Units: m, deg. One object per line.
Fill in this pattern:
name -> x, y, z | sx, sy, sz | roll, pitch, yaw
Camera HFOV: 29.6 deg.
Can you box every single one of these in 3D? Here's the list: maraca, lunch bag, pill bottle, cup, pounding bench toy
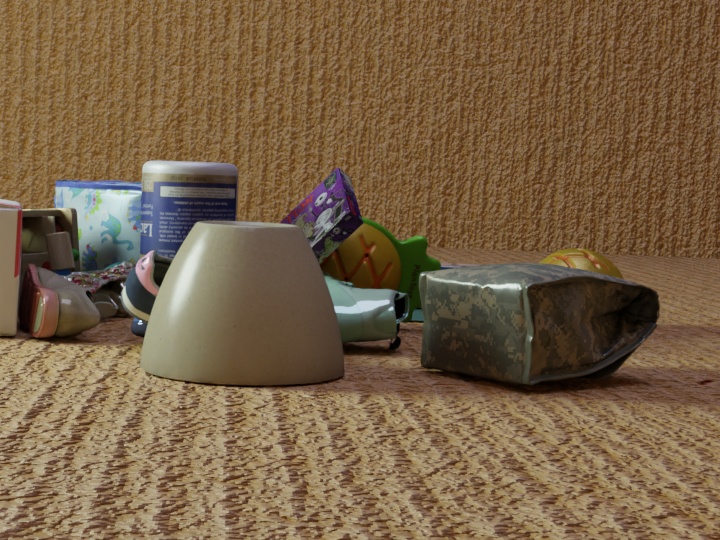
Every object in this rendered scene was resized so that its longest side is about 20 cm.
maraca -> 0.278, 0.025, 1.821 | 0.137, 0.108, 0.200 | -3, 0, 36
maraca -> 0.000, 0.000, 1.725 | 0.199, 0.138, 0.107 | 10, 18, -7
lunch bag -> 0.182, 0.049, 1.373 | 0.199, 0.118, 0.164 | -7, 8, -38
pill bottle -> -0.205, -0.029, 1.625 | 0.115, 0.201, 0.116 | 2, 3, 0
cup -> -0.111, 0.026, 1.325 | 0.199, 0.144, 0.200 | 3, 4, 0
lunch bag -> -0.346, -0.041, 1.909 | 0.199, 0.171, 0.127 | 3, 4, 27
pounding bench toy -> -0.418, -0.018, 1.757 | 0.199, 0.125, 0.156 | -1, 2, 23

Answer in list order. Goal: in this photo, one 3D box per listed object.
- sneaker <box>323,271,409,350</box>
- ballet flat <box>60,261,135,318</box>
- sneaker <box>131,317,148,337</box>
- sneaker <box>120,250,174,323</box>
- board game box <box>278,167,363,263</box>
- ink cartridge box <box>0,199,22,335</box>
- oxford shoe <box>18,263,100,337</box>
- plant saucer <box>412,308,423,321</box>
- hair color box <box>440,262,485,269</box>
sneaker -> -0.004, 0.045, 1.572 | 0.118, 0.074, 0.200 | -4, 14, -3
ballet flat -> -0.326, 0.034, 1.721 | 0.064, 0.076, 0.200 | 36, 18, 14
sneaker -> -0.173, 0.039, 1.522 | 0.074, 0.083, 0.200 | 8, 9, 41
sneaker -> -0.147, 0.031, 1.433 | 0.199, 0.070, 0.082 | 12, -39, -17
board game box -> -0.082, -0.025, 1.636 | 0.032, 0.200, 0.120 | 41, 16, -22
ink cartridge box -> -0.434, -0.009, 1.571 | 0.082, 0.147, 0.200 | 3, 4, -14
oxford shoe -> -0.348, 0.040, 1.561 | 0.074, 0.071, 0.200 | 6, 12, -23
plant saucer -> 0.058, 0.057, 1.867 | 0.199, 0.019, 0.070 | 2, 4, 5
hair color box -> 0.087, 0.019, 1.879 | 0.199, 0.061, 0.100 | 3, 4, 1
